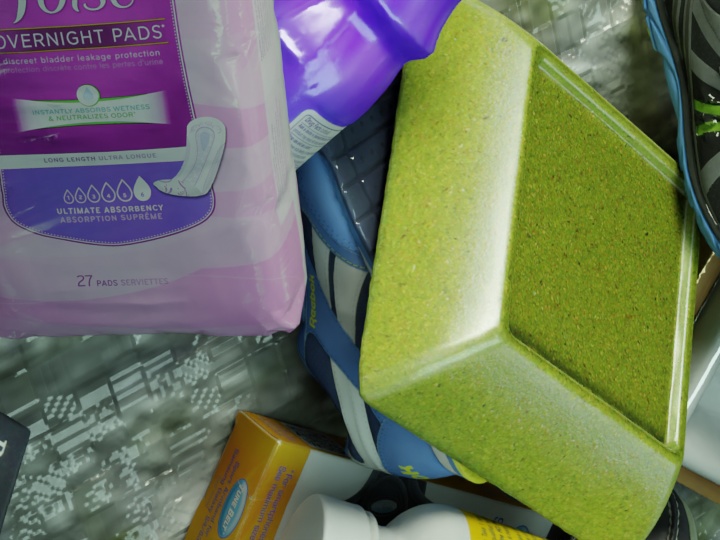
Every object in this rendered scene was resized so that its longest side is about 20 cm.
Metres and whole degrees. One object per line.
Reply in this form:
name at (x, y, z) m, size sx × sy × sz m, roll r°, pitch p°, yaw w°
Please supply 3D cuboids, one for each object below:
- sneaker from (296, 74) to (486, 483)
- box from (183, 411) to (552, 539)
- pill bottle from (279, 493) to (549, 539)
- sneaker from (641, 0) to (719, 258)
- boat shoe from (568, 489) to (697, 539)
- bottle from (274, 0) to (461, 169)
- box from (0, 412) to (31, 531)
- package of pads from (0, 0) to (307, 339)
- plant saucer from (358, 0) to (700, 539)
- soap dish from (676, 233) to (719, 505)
sneaker at (0.000, 0.000, 0.997) m, size 0.074 × 0.082 × 0.202 m, roll -25°, pitch 100°, yaw -47°
box at (0.006, 0.146, 1.086) m, size 0.199 × 0.041 × 0.120 m, roll 18°, pitch 98°, yaw -36°
pill bottle at (0.058, 0.168, 1.007) m, size 0.199 × 0.112 × 0.113 m, roll 21°, pitch 97°, yaw -14°
sneaker at (0.183, -0.074, 1.033) m, size 0.070 × 0.083 × 0.201 m, roll -9°, pitch 76°, yaw -29°
boat shoe at (0.106, 0.179, 1.116) m, size 0.201 × 0.072 × 0.065 m, roll -59°, pitch 150°, yaw -24°
bottle at (-0.031, -0.077, 0.909) m, size 0.200 × 0.084 × 0.065 m, roll -41°, pitch 86°, yaw 10°
box at (-0.242, 0.104, 0.798) m, size 0.200 × 0.117 × 0.198 m, roll 38°, pitch 55°, yaw -40°
package of pads at (-0.086, -0.070, 0.803) m, size 0.119 × 0.076 × 0.201 m, roll -3°, pitch 123°, yaw 5°
plant saucer at (0.089, -0.001, 1.004) m, size 0.200 × 0.048 × 0.201 m, roll 35°, pitch 53°, yaw -42°
soap dish at (0.207, 0.017, 1.144) m, size 0.157 × 0.081 × 0.201 m, roll 28°, pitch 92°, yaw -39°
